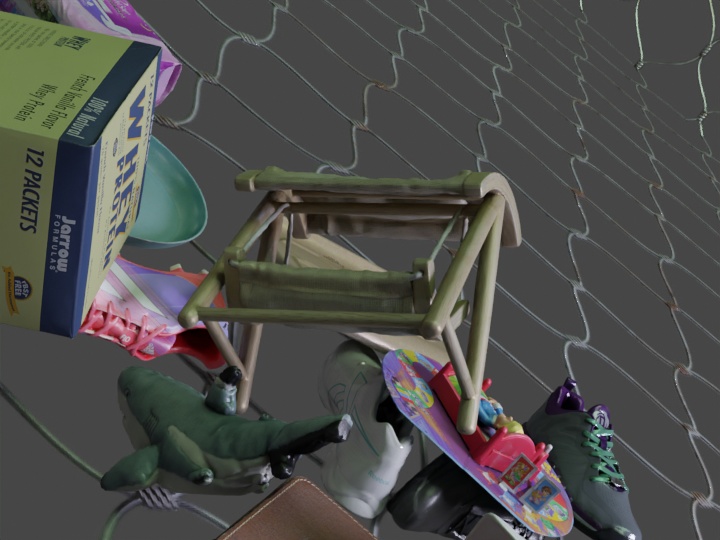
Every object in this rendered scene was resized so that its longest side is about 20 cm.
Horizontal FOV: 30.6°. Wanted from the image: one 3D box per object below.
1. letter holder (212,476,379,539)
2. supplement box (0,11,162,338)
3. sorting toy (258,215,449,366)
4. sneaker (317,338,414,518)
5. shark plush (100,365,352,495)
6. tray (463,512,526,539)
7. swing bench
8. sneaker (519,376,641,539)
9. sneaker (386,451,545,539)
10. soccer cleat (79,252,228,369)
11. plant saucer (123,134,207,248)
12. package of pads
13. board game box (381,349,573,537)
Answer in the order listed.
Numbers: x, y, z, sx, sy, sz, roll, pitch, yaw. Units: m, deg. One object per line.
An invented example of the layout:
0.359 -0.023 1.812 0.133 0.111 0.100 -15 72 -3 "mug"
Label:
-0.015 0.237 0.778 0.200 0.101 0.142 43 22 8 "letter holder"
-0.254 -0.078 0.866 0.199 0.135 0.200 12 27 -2 "supplement box"
-0.009 0.026 1.203 0.185 0.037 0.200 28 14 -24 "sorting toy"
0.013 0.111 1.066 0.070 0.080 0.201 28 25 -19 "sneaker"
-0.093 0.099 0.827 0.091 0.200 0.084 8 80 -35 "shark plush"
0.085 0.230 0.823 0.107 0.200 0.022 45 51 15 "tray"
0.000 0.000 0.989 0.130 0.198 0.201 68 30 -46 "swing bench"
0.202 0.168 1.175 0.074 0.088 0.200 27 12 -29 "sneaker"
0.100 0.190 1.062 0.200 0.076 0.091 1 50 -52 "sneaker"
-0.177 0.030 0.961 0.200 0.067 0.077 10 51 -46 "soccer cleat"
-0.224 -0.084 1.134 0.200 0.027 0.200 31 24 -16 "plant saucer"
-0.276 -0.241 1.277 0.200 0.076 0.120 49 27 22 "package of pads"
0.106 0.121 1.043 0.200 0.039 0.158 43 17 3 "board game box"
